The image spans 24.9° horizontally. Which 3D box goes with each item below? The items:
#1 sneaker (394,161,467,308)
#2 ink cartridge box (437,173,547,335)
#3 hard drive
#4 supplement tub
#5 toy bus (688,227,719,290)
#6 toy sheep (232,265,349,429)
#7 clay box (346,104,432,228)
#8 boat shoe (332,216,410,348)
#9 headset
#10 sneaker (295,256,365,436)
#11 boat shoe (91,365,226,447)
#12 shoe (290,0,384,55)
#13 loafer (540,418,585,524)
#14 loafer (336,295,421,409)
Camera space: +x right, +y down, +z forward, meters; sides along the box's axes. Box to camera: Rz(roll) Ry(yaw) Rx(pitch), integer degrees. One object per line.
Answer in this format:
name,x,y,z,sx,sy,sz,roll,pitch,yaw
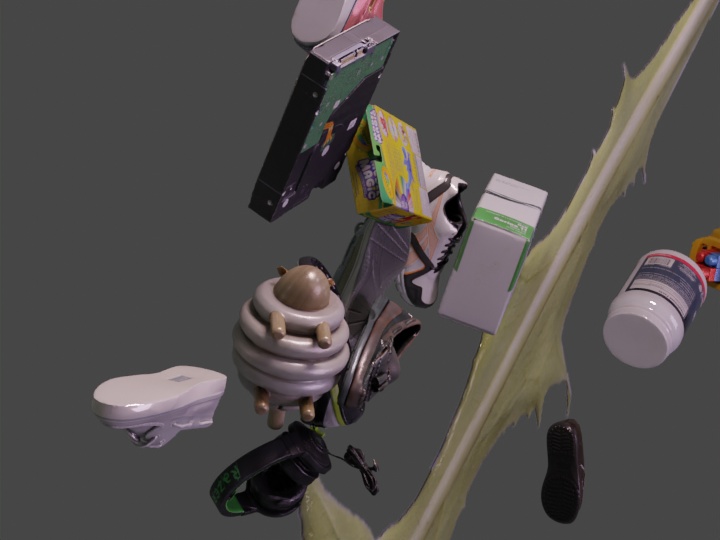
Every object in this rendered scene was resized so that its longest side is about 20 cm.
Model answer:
sneaker,0.090,-0.036,2.040,0.074,0.080,0.200,-45,143,-50
ink cartridge box,0.176,-0.025,2.133,0.200,0.083,0.147,-58,167,-65
hard drive,-0.039,-0.156,1.676,0.140,0.038,0.200,-39,159,-52
supplement tub,0.528,0.068,2.924,0.200,0.140,0.141,-50,145,-43
toy bus,0.737,-0.015,3.324,0.192,0.200,0.136,0,105,-27
toy sheep,-0.074,0.083,1.706,0.138,0.138,0.200,-29,142,-57
clay box,0.027,-0.115,1.826,0.200,0.048,0.115,14,65,-72
boat shoe,0.001,0.002,1.906,0.074,0.065,0.202,45,55,-40
headset,-0.069,0.227,1.776,0.200,0.094,0.124,-11,149,-44
sneaker,-0.057,0.086,1.807,0.072,0.083,0.200,-17,93,-75
boat shoe,-0.195,0.136,1.563,0.200,0.072,0.069,-15,116,-72
shoe,-0.004,-0.304,1.719,0.200,0.071,0.091,-64,154,-11
loafer,0.360,0.343,2.798,0.071,0.073,0.200,-33,132,-52
loafer,0.024,0.090,1.772,0.200,0.063,0.072,-67,177,-60
